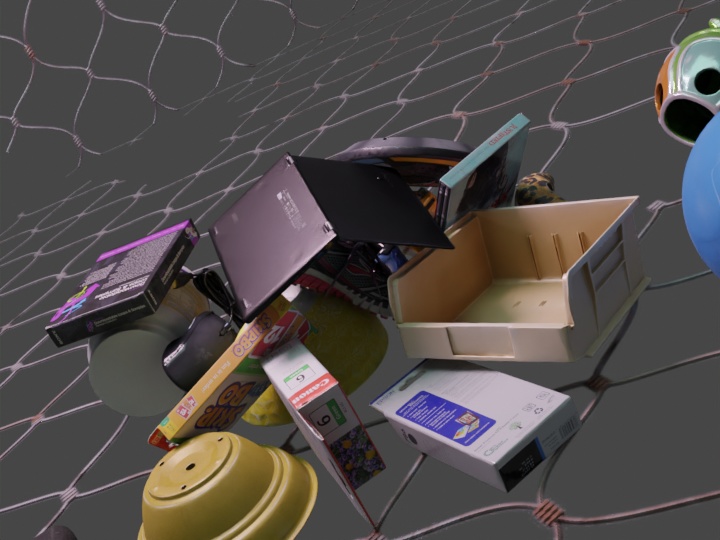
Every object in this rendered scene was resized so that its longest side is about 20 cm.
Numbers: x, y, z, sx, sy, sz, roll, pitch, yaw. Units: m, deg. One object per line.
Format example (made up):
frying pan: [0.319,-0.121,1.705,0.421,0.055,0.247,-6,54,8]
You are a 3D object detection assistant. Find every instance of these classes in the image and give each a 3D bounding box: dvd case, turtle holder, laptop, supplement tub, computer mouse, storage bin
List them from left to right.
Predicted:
supplement tub: [-0.275,0.086,1.301,0.145,0.146,0.200,-24,23,7]
computer mouse: [-0.194,0.061,1.224,0.046,0.141,0.200,-41,0,28]
laptop: [-0.038,-0.035,1.061,0.200,0.116,0.187,-42,36,9]
dvd case: [0.134,-0.072,1.163,0.022,0.200,0.146,37,59,22]
storage bin: [0.161,0.011,1.004,0.199,0.094,0.198,-2,23,38]
turtle holder: [0.431,-0.192,1.166,0.132,0.186,0.141,-42,-5,-33]

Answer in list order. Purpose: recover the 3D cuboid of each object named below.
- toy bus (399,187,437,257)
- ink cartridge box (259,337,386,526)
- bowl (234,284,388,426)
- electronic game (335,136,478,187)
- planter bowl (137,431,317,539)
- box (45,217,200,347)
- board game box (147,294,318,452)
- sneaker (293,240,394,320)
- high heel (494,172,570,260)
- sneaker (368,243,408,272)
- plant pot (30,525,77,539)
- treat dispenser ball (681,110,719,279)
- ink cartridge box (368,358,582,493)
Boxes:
toy bus: [0.069,-0.057,1.254,0.065,0.078,0.200,-52,12,-3]
ink cartridge box: [-0.028,0.148,0.951,0.050,0.109,0.200,-32,24,-11]
bowl: [-0.078,0.076,1.159,0.199,0.108,0.200,-22,24,10]
electronic game: [0.068,-0.126,1.211,0.199,0.042,0.200,3,-5,0]
planter bowl: [-0.148,0.217,0.969,0.200,0.084,0.201,-23,23,10]
box: [-0.292,0.013,1.244,0.142,0.036,0.200,-19,23,18]
board game box: [-0.130,0.117,1.037,0.200,0.096,0.030,-46,66,-4]
sneaker: [0.000,0.000,1.138,0.081,0.199,0.075,-111,42,-70]
high heel: [0.251,-0.067,1.175,0.142,0.072,0.200,-2,30,25]
sneaker: [-0.009,-0.012,1.292,0.199,0.089,0.079,-1,33,46]
plant pot: [-0.261,0.313,0.770,0.199,0.201,0.177,-32,13,-10]
treat dispenser ball: [0.378,-0.066,0.845,0.200,0.201,0.201,-23,23,10]
ink cartridge box: [0.101,0.135,0.930,0.099,0.039,0.200,-36,26,-21]
